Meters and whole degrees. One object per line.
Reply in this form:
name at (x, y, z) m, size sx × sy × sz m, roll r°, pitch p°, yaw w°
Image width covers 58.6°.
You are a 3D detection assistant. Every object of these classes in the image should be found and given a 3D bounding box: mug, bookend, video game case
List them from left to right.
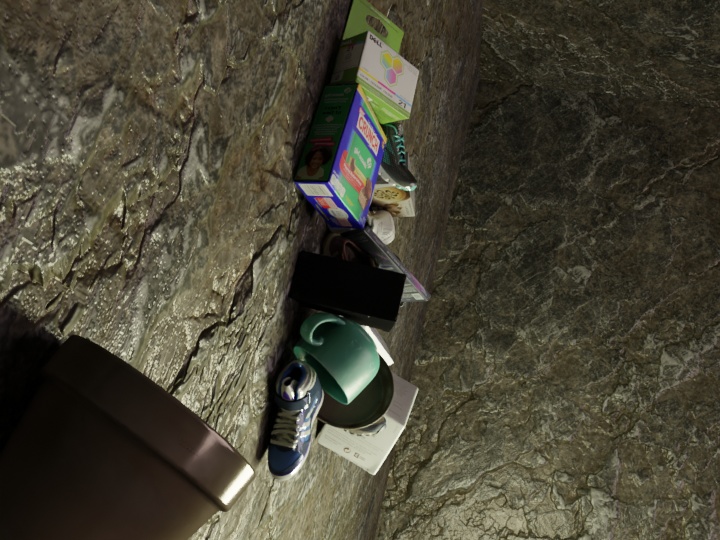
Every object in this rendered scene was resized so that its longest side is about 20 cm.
mug at (-0.036, 0.155, 1.213) m, size 0.114 × 0.152 × 0.185 m, roll -42°, pitch 167°, yaw -21°
bookend at (-0.023, 0.046, 1.246) m, size 0.200 × 0.198 × 0.092 m, roll 92°, pitch 11°, yaw -79°
video game case at (0.047, -0.009, 1.351) m, size 0.019 × 0.200 × 0.143 m, roll -47°, pitch -165°, yaw -19°

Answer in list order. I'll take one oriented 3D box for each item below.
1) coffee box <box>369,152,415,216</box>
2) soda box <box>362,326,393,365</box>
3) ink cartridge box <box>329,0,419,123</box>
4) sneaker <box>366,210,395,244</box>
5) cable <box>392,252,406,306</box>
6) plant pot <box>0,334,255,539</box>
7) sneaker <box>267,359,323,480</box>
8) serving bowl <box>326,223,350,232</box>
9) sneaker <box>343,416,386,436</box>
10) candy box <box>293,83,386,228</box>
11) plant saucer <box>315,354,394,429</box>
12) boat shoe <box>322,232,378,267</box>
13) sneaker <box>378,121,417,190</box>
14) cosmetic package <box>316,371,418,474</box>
coffee box at (0.067, -0.198, 1.521) m, size 0.200 × 0.113 × 0.080 m, roll 63°, pitch 27°, yaw -71°
soda box at (-0.002, 0.138, 1.413) m, size 0.200 × 0.063 × 0.068 m, roll 56°, pitch 7°, yaw -37°
ink cartridge box at (0.038, -0.398, 1.186) m, size 0.148 × 0.076 × 0.201 m, roll 23°, pitch 76°, yaw -41°
sneaker at (0.026, -0.097, 1.475) m, size 0.200 × 0.078 × 0.100 m, roll -59°, pitch 148°, yaw -49°
cable at (0.027, 0.040, 1.522) m, size 0.051 × 0.200 × 0.164 m, roll -7°, pitch 69°, yaw -42°
plant pot at (-0.214, 0.181, 0.518) m, size 0.174 × 0.200 × 0.200 m, roll -54°, pitch 157°, yaw -26°
sneaker at (-0.133, 0.260, 1.158) m, size 0.147 × 0.080 × 0.200 m, roll 70°, pitch 36°, yaw -52°
serving bowl at (-0.012, -0.174, 1.327) m, size 0.200 × 0.066 × 0.201 m, roll 10°, pitch 90°, yaw -77°
sneaker at (-0.029, 0.270, 1.339) m, size 0.078 × 0.200 × 0.087 m, roll -21°, pitch 128°, yaw -50°
candy box at (-0.029, -0.200, 1.145) m, size 0.169 × 0.077 × 0.200 m, roll 49°, pitch 50°, yaw -58°
plant saucer at (-0.031, 0.233, 1.306) m, size 0.032 × 0.200 × 0.200 m, roll 110°, pitch 1°, yaw -52°
boat shoe at (0.000, 0.000, 1.331) m, size 0.072 × 0.072 × 0.200 m, roll -55°, pitch 130°, yaw -24°
sneaker at (0.056, -0.249, 1.266) m, size 0.091 × 0.200 × 0.078 m, roll -40°, pitch 174°, yaw 28°
cosmetic package at (0.022, 0.355, 1.592) m, size 0.167 × 0.167 × 0.200 m, roll -63°, pitch 174°, yaw 22°
